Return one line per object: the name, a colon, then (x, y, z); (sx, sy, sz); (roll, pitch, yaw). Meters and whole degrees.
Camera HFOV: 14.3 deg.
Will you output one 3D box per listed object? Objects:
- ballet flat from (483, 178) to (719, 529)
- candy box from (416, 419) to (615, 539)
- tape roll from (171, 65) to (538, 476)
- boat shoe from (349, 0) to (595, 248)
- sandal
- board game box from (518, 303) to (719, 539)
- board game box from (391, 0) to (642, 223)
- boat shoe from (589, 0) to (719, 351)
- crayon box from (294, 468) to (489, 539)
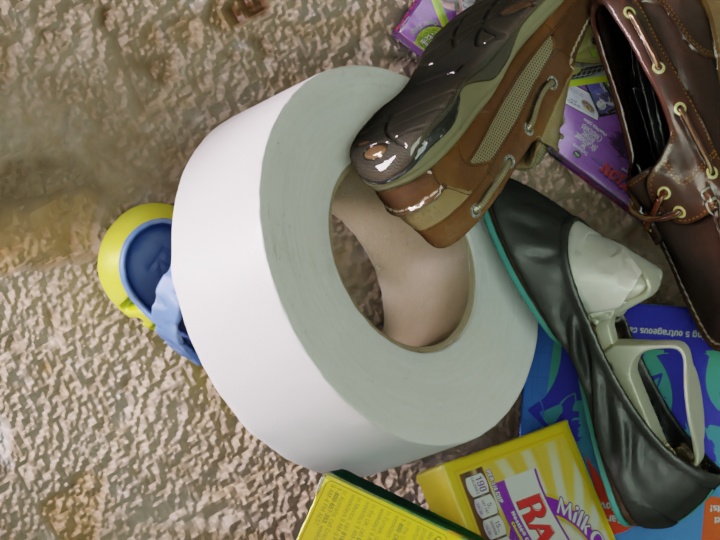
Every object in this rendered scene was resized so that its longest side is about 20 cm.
ballet flat: (0.133, 0.035, 1.481); (0.068, 0.068, 0.201); (-23, 94, 24)
candy box: (0.106, 0.182, 1.468); (0.102, 0.026, 0.201); (-15, 80, -47)
tape roll: (0.000, 0.000, 1.463); (0.202, 0.071, 0.204); (21, 59, -38)
boat shoe: (0.068, -0.085, 1.471); (0.200, 0.075, 0.074); (-48, 114, -37)
sandal: (-0.048, 0.039, 1.504); (0.199, 0.087, 0.080); (31, 86, -13)
board game box: (0.158, 0.119, 1.532); (0.151, 0.045, 0.201); (3, 87, 13)
board game box: (0.130, -0.118, 1.558); (0.200, 0.032, 0.120); (37, 82, -10)
boat shoe: (0.165, -0.051, 1.482); (0.070, 0.070, 0.201); (-9, 80, -32)
crayon box: (0.049, 0.196, 1.404); (0.199, 0.051, 0.128); (26, 92, 10)
